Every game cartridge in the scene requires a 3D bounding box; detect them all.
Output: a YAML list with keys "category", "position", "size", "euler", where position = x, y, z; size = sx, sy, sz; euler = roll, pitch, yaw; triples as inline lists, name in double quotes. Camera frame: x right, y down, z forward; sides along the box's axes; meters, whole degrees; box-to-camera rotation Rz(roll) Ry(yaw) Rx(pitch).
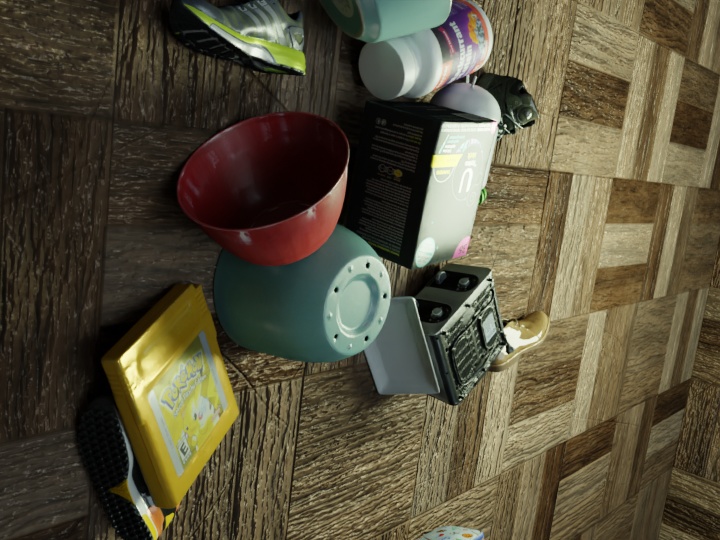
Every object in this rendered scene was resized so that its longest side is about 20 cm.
- category: "game cartridge"
  position: [-0.209, 0.136, 0.850]
  size: [0.177, 0.032, 0.202]
  euler: [-59, 145, -56]

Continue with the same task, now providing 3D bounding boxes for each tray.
- category: "tray"
  position: [0.056, 0.117, 1.161]
  size: [0.022, 0.106, 0.201]
  euler: [-67, 147, -49]

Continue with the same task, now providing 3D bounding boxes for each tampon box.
- category: "tampon box"
  position: [0.082, -0.122, 1.027]
  size: [0.149, 0.126, 0.202]
  euler: [-15, 121, -49]

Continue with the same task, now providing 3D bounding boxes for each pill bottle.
- category: "pill bottle"
  position: [0.091, -0.312, 1.051]
  size: [0.199, 0.111, 0.112]
  euler: [-34, 125, -38]

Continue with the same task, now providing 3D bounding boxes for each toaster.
- category: "toaster"
  position: [0.156, 0.110, 1.253]
  size: [0.181, 0.118, 0.201]
  euler: [-43, 131, -31]

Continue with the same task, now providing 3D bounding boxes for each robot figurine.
- category: "robot figurine"
  position: [0.150, -0.197, 1.131]
  size: [0.112, 0.170, 0.202]
  euler: [5, 107, -16]

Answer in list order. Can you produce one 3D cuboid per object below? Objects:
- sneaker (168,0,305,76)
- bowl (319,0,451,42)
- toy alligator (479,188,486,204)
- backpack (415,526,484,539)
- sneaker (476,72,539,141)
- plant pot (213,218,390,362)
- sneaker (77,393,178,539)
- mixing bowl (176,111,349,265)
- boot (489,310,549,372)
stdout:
- category: "sneaker"
  position: [-0.135, -0.280, 0.838]
  size: [0.199, 0.073, 0.082]
  euler: [2, 94, -57]
- category: "bowl"
  position: [0.009, -0.361, 0.899]
  size: [0.105, 0.201, 0.202]
  euler: [-37, 130, -12]
- category: "toy alligator"
  position: [0.158, -0.114, 1.235]
  size: [0.199, 0.054, 0.060]
  euler: [-26, 120, -43]
- category: "backpack"
  position: [0.182, 0.564, 1.374]
  size: [0.199, 0.189, 0.156]
  euler: [-12, 95, -47]
- category: "sneaker"
  position: [0.221, -0.240, 1.227]
  size: [0.076, 0.114, 0.200]
  euler: [46, 69, -44]
- category: "plant pot"
  position: [-0.060, 0.027, 0.942]
  size: [0.200, 0.160, 0.203]
  euler: [-19, 116, -44]
- category: "sneaker"
  position: [-0.259, 0.217, 0.854]
  size: [0.090, 0.069, 0.202]
  euler: [-47, 134, -57]
- category: "mixing bowl"
  position: [-0.099, -0.079, 0.848]
  size: [0.200, 0.199, 0.109]
  euler: [-48, 144, -28]
- category: "boot"
  position: [0.317, 0.123, 1.491]
  size: [0.199, 0.073, 0.076]
  euler: [-33, 115, -36]
